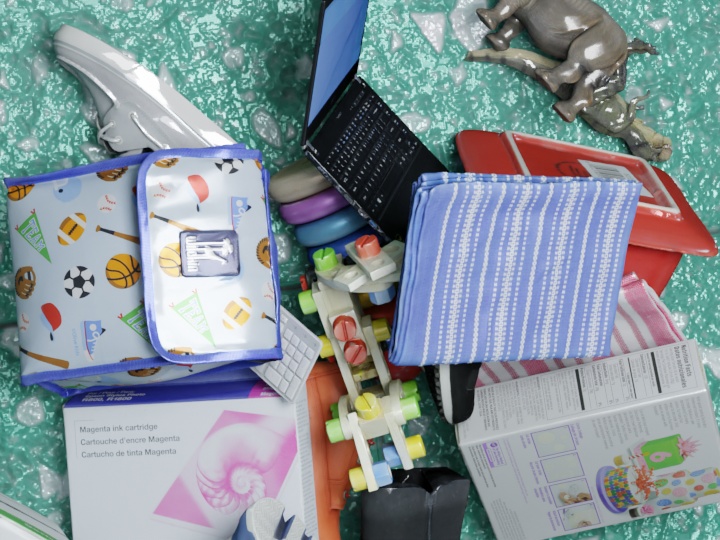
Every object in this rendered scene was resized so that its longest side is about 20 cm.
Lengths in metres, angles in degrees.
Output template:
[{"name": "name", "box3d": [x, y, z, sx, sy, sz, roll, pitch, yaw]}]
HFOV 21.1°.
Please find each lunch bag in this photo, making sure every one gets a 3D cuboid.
[{"name": "lunch bag", "box3d": [-0.161, 0.000, 1.474, 0.199, 0.124, 0.171, -7, 82, 12]}]

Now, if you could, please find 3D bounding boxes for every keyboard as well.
[{"name": "keyboard", "box3d": [-0.104, 0.026, 1.512, 0.011, 0.200, 0.056, 9, 115, -53]}]

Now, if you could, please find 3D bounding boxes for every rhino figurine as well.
[{"name": "rhino figurine", "box3d": [0.139, -0.222, 1.600, 0.087, 0.060, 0.200, -39, 75, -7]}]

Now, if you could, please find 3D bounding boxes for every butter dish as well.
[{"name": "butter dish", "box3d": [0.167, -0.016, 1.578, 0.199, 0.200, 0.148, 10, 111, -10]}]

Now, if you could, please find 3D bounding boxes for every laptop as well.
[{"name": "laptop", "box3d": [0.026, -0.133, 1.520, 0.103, 0.177, 0.200, -39, 99, 27]}]

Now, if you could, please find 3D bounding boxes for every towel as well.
[{"name": "towel", "box3d": [0.162, 0.081, 1.554, 0.199, 0.030, 0.146, -22, 135, 19]}, {"name": "towel", "box3d": [0.115, 0.000, 1.417, 0.199, 0.024, 0.145, -1, 109, -29]}]

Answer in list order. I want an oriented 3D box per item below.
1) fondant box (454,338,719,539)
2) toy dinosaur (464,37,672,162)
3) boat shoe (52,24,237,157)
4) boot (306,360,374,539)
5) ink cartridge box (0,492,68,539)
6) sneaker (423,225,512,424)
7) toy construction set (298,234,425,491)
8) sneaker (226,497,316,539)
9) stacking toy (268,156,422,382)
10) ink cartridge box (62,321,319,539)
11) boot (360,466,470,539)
[{"name": "fondant box", "box3d": [0.188, 0.142, 1.556, 0.199, 0.058, 0.145, -13, 135, 10]}, {"name": "toy dinosaur", "box3d": [0.196, -0.167, 1.638, 0.199, 0.047, 0.088, 30, 90, -8]}, {"name": "boat shoe", "box3d": [-0.173, -0.115, 1.547, 0.200, 0.072, 0.069, 39, 82, -19]}, {"name": "boot", "box3d": [-0.026, 0.169, 1.574, 0.107, 0.075, 0.201, -14, 95, -21]}, {"name": "ink cartridge box", "box3d": [-0.284, 0.248, 1.449, 0.083, 0.200, 0.147, 31, 84, -14]}, {"name": "sneaker", "box3d": [0.091, 0.030, 1.466, 0.090, 0.070, 0.201, -9, 121, -6]}, {"name": "toy construction set", "box3d": [0.000, 0.057, 1.489, 0.092, 0.131, 0.201, -3, 116, 0]}, {"name": "sneaker", "box3d": [-0.055, 0.274, 1.470, 0.115, 0.081, 0.200, -34, 98, 28]}, {"name": "stacking toy", "box3d": [0.000, 0.000, 1.582, 0.085, 0.085, 0.201, -27, 102, -11]}, {"name": "ink cartridge box", "box3d": [-0.136, 0.146, 1.523, 0.195, 0.043, 0.201, -5, 92, 15]}, {"name": "boot", "box3d": [0.007, 0.260, 1.535, 0.164, 0.066, 0.201, -9, 115, -43]}]
